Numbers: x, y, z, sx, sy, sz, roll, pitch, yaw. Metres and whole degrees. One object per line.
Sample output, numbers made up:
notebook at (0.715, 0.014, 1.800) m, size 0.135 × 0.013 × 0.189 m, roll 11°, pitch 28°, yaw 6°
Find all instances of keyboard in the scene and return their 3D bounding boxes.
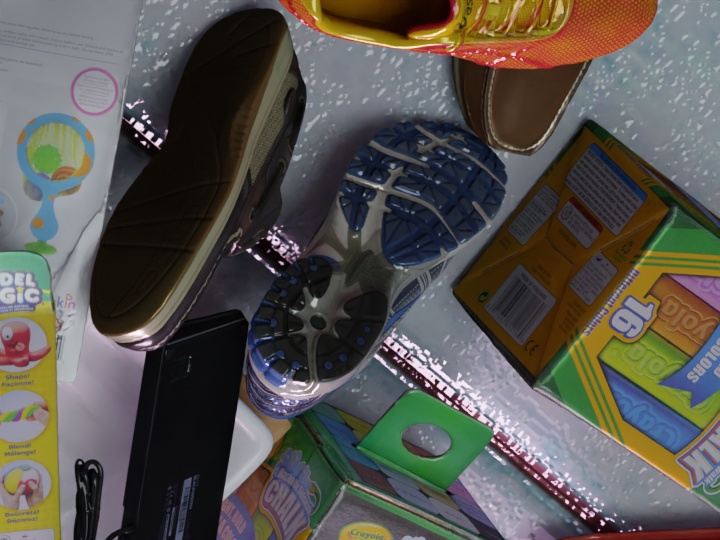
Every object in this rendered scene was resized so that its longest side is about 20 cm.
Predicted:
keyboard at (-0.109, 0.122, 1.484) m, size 0.127 × 0.021 × 0.201 m, roll -18°, pitch 122°, yaw -54°

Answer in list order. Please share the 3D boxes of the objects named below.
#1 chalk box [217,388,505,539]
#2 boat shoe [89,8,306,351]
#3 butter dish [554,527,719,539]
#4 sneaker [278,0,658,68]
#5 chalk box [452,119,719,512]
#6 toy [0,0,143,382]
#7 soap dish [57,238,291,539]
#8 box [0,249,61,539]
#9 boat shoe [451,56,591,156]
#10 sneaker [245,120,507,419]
chalk box at (-0.009, 0.150, 1.603) m, size 0.124 × 0.124 × 0.200 m, roll 28°, pitch 100°, yaw -28°
boat shoe at (-0.069, -0.037, 1.474) m, size 0.065 × 0.073 × 0.200 m, roll 50°, pitch 52°, yaw -39°
butter dish at (0.190, 0.260, 1.716) m, size 0.199 × 0.148 × 0.200 m, roll 0°, pitch 113°, yaw -21°
sneaker at (0.052, -0.123, 1.405) m, size 0.199 × 0.077 × 0.073 m, roll 1°, pitch 113°, yaw -23°
chalk box at (0.175, 0.036, 1.620) m, size 0.200 × 0.125 × 0.124 m, roll 33°, pitch 99°, yaw -31°
toy at (-0.179, -0.053, 1.468) m, size 0.115 × 0.047 × 0.201 m, roll 10°, pitch 87°, yaw -7°
soap dish at (-0.158, 0.093, 1.540) m, size 0.200 × 0.081 × 0.157 m, roll -43°, pitch 122°, yaw 2°
box at (-0.202, 0.074, 1.430) m, size 0.117 × 0.048 × 0.201 m, roll -3°, pitch 122°, yaw -10°
boat shoe at (0.103, -0.152, 1.531) m, size 0.075 × 0.074 × 0.201 m, roll 7°, pitch 111°, yaw -24°
sneaker at (0.000, 0.000, 1.549) m, size 0.200 × 0.077 × 0.085 m, roll -46°, pitch 172°, yaw -33°
